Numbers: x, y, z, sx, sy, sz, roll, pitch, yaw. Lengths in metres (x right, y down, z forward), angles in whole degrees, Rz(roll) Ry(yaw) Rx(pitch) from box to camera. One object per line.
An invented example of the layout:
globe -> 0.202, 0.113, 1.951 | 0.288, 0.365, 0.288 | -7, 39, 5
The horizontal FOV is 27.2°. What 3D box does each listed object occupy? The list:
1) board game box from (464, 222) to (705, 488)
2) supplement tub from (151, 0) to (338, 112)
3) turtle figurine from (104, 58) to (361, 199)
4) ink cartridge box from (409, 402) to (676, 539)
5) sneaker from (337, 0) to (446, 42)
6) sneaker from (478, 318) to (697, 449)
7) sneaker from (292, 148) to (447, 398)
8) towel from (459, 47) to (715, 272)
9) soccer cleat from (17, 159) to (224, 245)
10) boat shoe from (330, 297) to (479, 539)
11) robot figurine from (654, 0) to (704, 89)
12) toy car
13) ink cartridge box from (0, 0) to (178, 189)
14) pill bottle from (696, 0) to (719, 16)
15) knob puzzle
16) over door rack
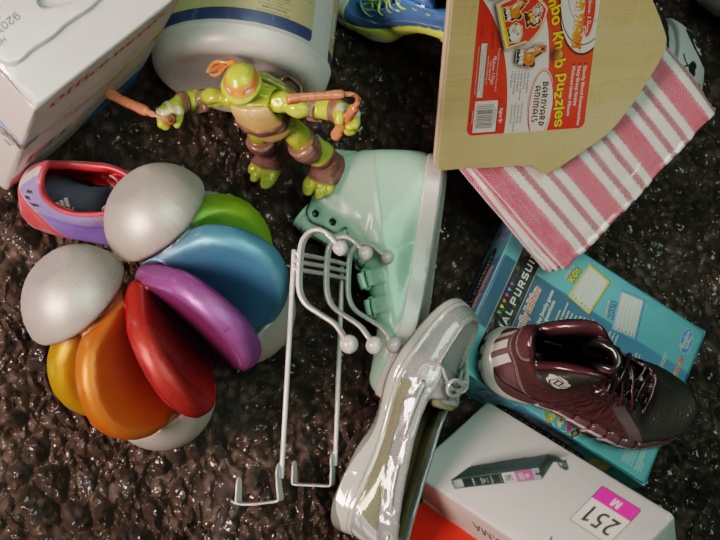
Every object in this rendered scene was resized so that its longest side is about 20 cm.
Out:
board game box -> 0.179, 0.069, 1.263 | 0.199, 0.047, 0.152 | 32, 69, -10
supplement tub -> -0.085, -0.241, 1.185 | 0.142, 0.144, 0.203 | 11, 73, -17
turtle figurine -> -0.080, -0.116, 1.125 | 0.197, 0.161, 0.065 | 0, 68, 16
ink cartridge box -> 0.111, 0.208, 1.137 | 0.173, 0.199, 0.044 | -38, 134, -24
sneaker -> 0.044, -0.232, 1.210 | 0.198, 0.105, 0.077 | 15, 79, 23
sneaker -> 0.200, 0.089, 1.177 | 0.197, 0.115, 0.077 | 15, 73, -16
sneaker -> 0.000, 0.000, 1.211 | 0.116, 0.074, 0.203 | 8, 89, 8
towel -> 0.181, -0.116, 1.220 | 0.200, 0.030, 0.146 | -45, 107, -5
soccer cleat -> -0.164, -0.045, 1.145 | 0.197, 0.076, 0.068 | 11, 73, -17
boat shoe -> 0.047, 0.121, 1.160 | 0.064, 0.074, 0.204 | 25, 85, 24
robot figurine -> 0.201, -0.180, 1.287 | 0.198, 0.151, 0.125 | 18, 28, -15
toy car -> -0.131, 0.036, 1.069 | 0.200, 0.150, 0.175 | -45, 121, -11
ink cartridge box -> -0.242, -0.181, 1.082 | 0.145, 0.200, 0.147 | 48, 66, -4
pill bottle -> 0.417, -0.232, 1.388 | 0.199, 0.113, 0.114 | 32, 68, -11
knob puzzle -> 0.149, -0.175, 1.165 | 0.217, 0.030, 0.223 | -10, 115, -21
over door rack -> -0.021, 0.076, 1.103 | 0.066, 0.148, 0.203 | 14, 90, 16
